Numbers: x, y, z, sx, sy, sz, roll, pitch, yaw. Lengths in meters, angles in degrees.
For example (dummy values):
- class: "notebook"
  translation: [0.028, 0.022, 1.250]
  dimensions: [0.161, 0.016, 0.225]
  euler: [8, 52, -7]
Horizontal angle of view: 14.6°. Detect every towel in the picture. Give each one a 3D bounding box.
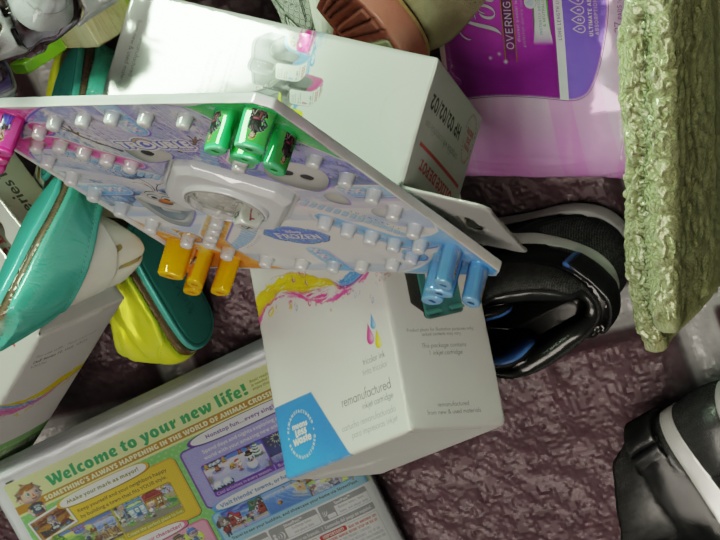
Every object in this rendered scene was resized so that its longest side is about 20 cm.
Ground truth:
- class: "towel"
  translation: [0.169, -0.072, 1.431]
  dimensions: [0.036, 0.148, 0.200]
  euler: [9, 119, 26]

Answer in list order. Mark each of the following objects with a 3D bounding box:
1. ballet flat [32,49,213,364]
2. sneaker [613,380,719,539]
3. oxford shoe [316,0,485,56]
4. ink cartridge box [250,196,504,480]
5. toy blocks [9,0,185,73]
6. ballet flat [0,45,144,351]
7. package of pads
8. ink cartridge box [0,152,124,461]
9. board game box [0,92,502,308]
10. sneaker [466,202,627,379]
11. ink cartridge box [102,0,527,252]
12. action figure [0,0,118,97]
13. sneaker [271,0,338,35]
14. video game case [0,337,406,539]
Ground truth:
- class: "ballet flat"
  translation: [-0.148, -0.033, 1.586]
  dimensions: [0.067, 0.067, 0.200]
  euler: [-7, 115, 33]
- class: "sneaker"
  translation: [0.213, 0.159, 1.573]
  dimensions: [0.112, 0.073, 0.200]
  euler: [-24, 99, 28]
- class: "oxford shoe"
  translation: [-0.016, -0.192, 1.404]
  dimensions: [0.075, 0.070, 0.200]
  euler: [-38, 96, -18]
- class: "ink cartridge box"
  translation: [0.000, 0.000, 1.481]
  dimensions: [0.116, 0.067, 0.200]
  euler: [-27, 70, 50]
- class: "toy blocks"
  translation: [-0.175, -0.187, 1.469]
  dimensions: [0.100, 0.200, 0.137]
  euler: [-35, 106, -19]
- class: "ballet flat"
  translation: [-0.141, -0.034, 1.463]
  dimensions: [0.070, 0.200, 0.067]
  euler: [24, 142, -14]
- class: "package of pads"
  translation: [0.098, -0.143, 1.453]
  dimensions: [0.120, 0.076, 0.200]
  euler: [1, 116, 16]
- class: "ink cartridge box"
  translation: [-0.207, 0.017, 1.574]
  dimensions: [0.117, 0.067, 0.200]
  euler: [52, 137, 15]
- class: "board game box"
  translation: [-0.065, -0.031, 1.349]
  dimensions: [0.200, 0.026, 0.200]
  euler: [2, 159, 38]
- class: "sneaker"
  translation: [0.045, 0.020, 1.528]
  dimensions: [0.200, 0.112, 0.073]
  euler: [-15, 111, 21]
- class: "ink cartridge box"
  translation: [-0.013, -0.071, 1.373]
  dimensions: [0.200, 0.115, 0.068]
  euler: [15, 83, 15]
- class: "action figure"
  translation: [-0.185, -0.119, 1.358]
  dimensions: [0.200, 0.130, 0.069]
  euler: [-24, 84, 59]
- class: "sneaker"
  translation: [-0.069, -0.192, 1.467]
  dimensions: [0.082, 0.078, 0.200]
  euler: [-28, 99, 2]
- class: "video game case"
  translation: [-0.089, 0.149, 1.637]
  dimensions: [0.200, 0.022, 0.182]
  euler: [-25, 112, 2]
